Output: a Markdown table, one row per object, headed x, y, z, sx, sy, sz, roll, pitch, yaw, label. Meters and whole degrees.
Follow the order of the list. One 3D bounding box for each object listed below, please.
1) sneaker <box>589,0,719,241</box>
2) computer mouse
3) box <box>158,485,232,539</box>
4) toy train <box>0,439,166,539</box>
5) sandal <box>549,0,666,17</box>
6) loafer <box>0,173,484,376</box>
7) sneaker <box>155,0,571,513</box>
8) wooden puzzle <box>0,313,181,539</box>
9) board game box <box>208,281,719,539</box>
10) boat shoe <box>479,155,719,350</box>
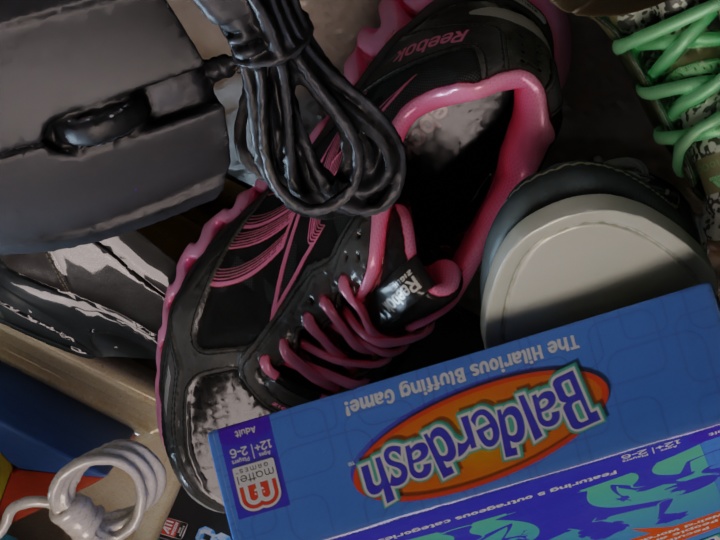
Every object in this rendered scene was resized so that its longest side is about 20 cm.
| x | y | z | sx | sy | sz | roll | pitch | yaw | label |
| --- | --- | --- | --- | --- | --- | --- | --- | --- | --- |
| 0.111 | -0.054 | 0.812 | 0.077 | 0.089 | 0.200 | -25 | 129 | 30 | sneaker |
| -0.099 | -0.049 | 0.776 | 0.199 | 0.053 | 0.139 | -8 | 125 | 27 | computer mouse |
| -0.009 | 0.148 | 1.077 | 0.197 | 0.050 | 0.200 | 18 | 135 | -6 | box |
| -0.081 | 0.138 | 0.918 | 0.150 | 0.056 | 0.201 | -29 | 121 | 1 | toy train |
| 0.101 | -0.107 | 0.726 | 0.199 | 0.055 | 0.082 | -13 | 153 | -48 | sandal |
| -0.035 | 0.004 | 0.912 | 0.199 | 0.073 | 0.072 | 17 | 132 | -12 | loafer |
| 0.000 | 0.000 | 0.837 | 0.079 | 0.095 | 0.201 | 25 | 109 | -19 | sneaker |
| -0.163 | 0.072 | 0.988 | 0.184 | 0.046 | 0.200 | 27 | 137 | 1 | wooden puzzle |
| 0.049 | 0.072 | 0.858 | 0.151 | 0.045 | 0.200 | -17 | 161 | 5 | board game box |
| 0.075 | 0.000 | 0.847 | 0.072 | 0.062 | 0.200 | -21 | 157 | 12 | boat shoe |
